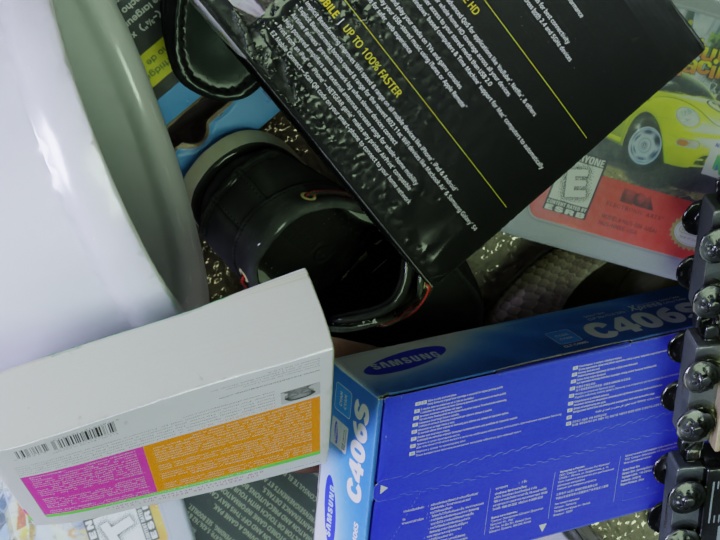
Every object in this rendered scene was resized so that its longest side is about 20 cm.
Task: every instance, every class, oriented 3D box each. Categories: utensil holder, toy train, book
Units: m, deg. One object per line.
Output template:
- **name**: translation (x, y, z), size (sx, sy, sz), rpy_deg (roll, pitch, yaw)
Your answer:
- **utensil holder**: translation (-0.180, -0.025, 1.026), size (0.199, 0.170, 0.171), rpy_deg (-20, 120, 7)
- **toy train**: translation (0.162, 0.047, 1.183), size (0.046, 0.034, 0.201), rpy_deg (-5, 122, -11)
- **book**: translation (-0.079, 0.058, 1.040), size (0.133, 0.200, 0.048), rpy_deg (-18, 78, -6)

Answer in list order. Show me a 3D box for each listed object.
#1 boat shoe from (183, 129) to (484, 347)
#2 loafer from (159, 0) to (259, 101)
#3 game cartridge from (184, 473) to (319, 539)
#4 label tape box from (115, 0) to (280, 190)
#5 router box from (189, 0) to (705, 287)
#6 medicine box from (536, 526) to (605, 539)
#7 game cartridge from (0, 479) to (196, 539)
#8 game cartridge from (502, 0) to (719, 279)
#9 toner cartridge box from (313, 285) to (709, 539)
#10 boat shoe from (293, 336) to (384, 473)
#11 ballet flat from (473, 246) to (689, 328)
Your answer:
- **boat shoe**: translation (-0.002, 0.002, 1.193), size (0.074, 0.063, 0.201), rpy_deg (-48, 143, 9)
- **loafer**: translation (-0.036, -0.158, 1.055), size (0.068, 0.070, 0.201), rpy_deg (13, 112, -14)
- **game cartridge**: translation (-0.048, 0.131, 1.260), size (0.200, 0.041, 0.133), rpy_deg (43, 73, -30)
- **label tape box**: translation (-0.126, -0.124, 1.121), size (0.144, 0.063, 0.200), rpy_deg (-39, 121, 3)
- **router box**: translation (0.022, -0.114, 1.024), size (0.149, 0.051, 0.200), rpy_deg (-40, 119, -1)
- **medicine box**: translation (0.113, 0.250, 1.353), size (0.200, 0.103, 0.182), rpy_deg (38, 98, -28)
- **game cartridge**: translation (-0.149, 0.093, 1.156), size (0.133, 0.042, 0.201), rpy_deg (-21, 115, -11)
- **game cartridge**: translation (0.130, -0.068, 1.167), size (0.199, 0.041, 0.134), rpy_deg (14, 106, -17)
- **toner cartridge box**: translation (0.076, 0.072, 1.198), size (0.199, 0.043, 0.096), rpy_deg (-10, 118, -32)
- **boat shoe**: translation (0.032, 0.077, 1.247), size (0.199, 0.070, 0.071), rpy_deg (12, 82, -31)
- **ballet flat**: translation (0.142, -0.001, 1.260), size (0.199, 0.046, 0.067), rpy_deg (-31, 144, 8)
